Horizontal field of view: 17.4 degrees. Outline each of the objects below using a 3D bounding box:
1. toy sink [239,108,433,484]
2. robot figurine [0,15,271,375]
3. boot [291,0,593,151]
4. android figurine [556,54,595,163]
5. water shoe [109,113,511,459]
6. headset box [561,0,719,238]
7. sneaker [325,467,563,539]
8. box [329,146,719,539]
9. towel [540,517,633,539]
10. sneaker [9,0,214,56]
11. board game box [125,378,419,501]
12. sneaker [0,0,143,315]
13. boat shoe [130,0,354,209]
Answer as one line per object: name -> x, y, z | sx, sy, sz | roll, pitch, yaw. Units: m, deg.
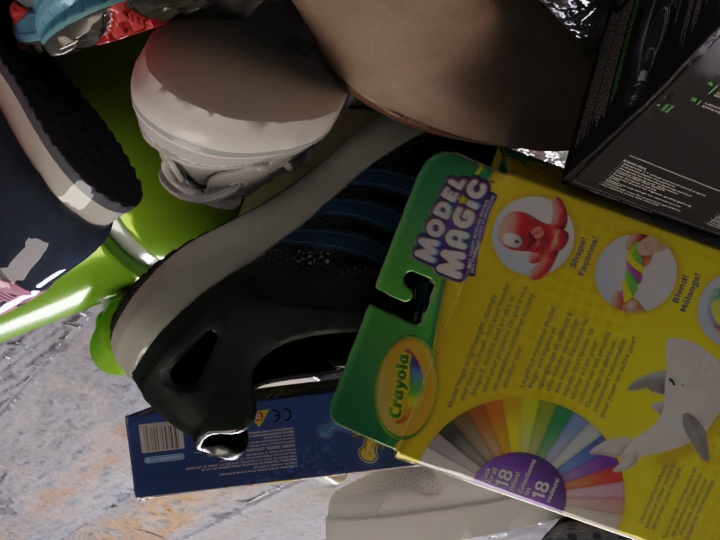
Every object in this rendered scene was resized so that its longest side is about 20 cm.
toy sink -> 0.000, 0.021, 1.142 | 0.112, 0.130, 0.200 | 5, 159, 31
robot figurine -> -0.137, -0.038, 1.030 | 0.200, 0.176, 0.116 | -22, 171, 18
boot -> 0.021, -0.106, 0.807 | 0.200, 0.070, 0.146 | 27, 168, -12
android figurine -> 0.161, -0.040, 0.956 | 0.200, 0.041, 0.182 | 26, 161, -34
water shoe -> 0.000, 0.000, 0.905 | 0.079, 0.200, 0.072 | 51, 160, 14
headset box -> 0.182, -0.067, 0.756 | 0.174, 0.093, 0.200 | 19, 163, -6
sneaker -> 0.070, 0.055, 1.065 | 0.200, 0.116, 0.074 | -15, -177, 4
box -> 0.098, 0.035, 0.860 | 0.200, 0.117, 0.048 | 20, -166, -7
towel -> 0.184, 0.125, 1.056 | 0.200, 0.035, 0.193 | -1, 178, 9
sneaker -> -0.097, -0.135, 0.866 | 0.079, 0.096, 0.200 | -18, -171, -10
board game box -> 0.013, 0.060, 0.962 | 0.200, 0.034, 0.135 | -7, 179, 3
sneaker -> -0.162, -0.066, 0.945 | 0.070, 0.082, 0.200 | 27, -158, -45
boat shoe -> -0.048, -0.057, 0.899 | 0.072, 0.069, 0.200 | 26, -164, 0
